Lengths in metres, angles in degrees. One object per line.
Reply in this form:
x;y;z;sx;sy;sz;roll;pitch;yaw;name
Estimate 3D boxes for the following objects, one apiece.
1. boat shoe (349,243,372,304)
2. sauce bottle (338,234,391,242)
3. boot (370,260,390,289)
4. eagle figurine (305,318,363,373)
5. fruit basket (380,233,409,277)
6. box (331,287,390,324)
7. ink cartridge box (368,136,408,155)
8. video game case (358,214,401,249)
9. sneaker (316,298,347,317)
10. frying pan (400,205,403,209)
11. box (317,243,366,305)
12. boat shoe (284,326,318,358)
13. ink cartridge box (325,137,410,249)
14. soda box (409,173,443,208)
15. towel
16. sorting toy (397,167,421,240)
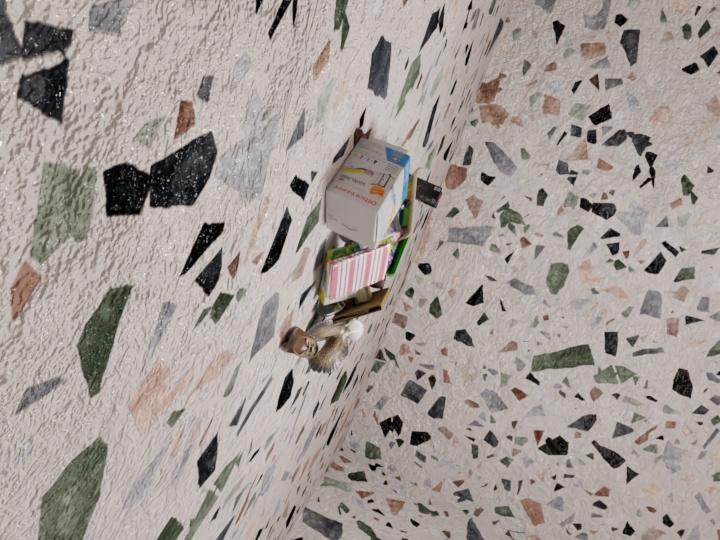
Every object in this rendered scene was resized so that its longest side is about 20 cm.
0.000;0.000;1.745;0.074;0.064;0.207;126;-40;-75;boat shoe
0.023;-0.112;1.625;0.196;0.064;0.066;-3;121;-46;sauce bottle
0.010;0.023;1.835;0.070;0.143;0.205;-44;156;-63;boot
-0.092;0.211;1.788;0.152;0.151;0.200;-48;-178;23;eagle figurine
0.085;-0.086;2.038;0.216;0.151;0.222;-160;-90;-84;fruit basket
0.007;0.106;1.755;0.200;0.159;0.022;-50;121;-74;box
0.072;-0.283;1.575;0.200;0.114;0.069;57;55;-77;ink cartridge box
0.040;-0.155;1.591;0.198;0.018;0.147;-26;101;-51;video game case
-0.076;0.095;1.753;0.200;0.074;0.085;-42;168;-50;sneaker
0.085;-0.187;1.919;0.113;0.031;0.193;23;101;-38;frying pan
-0.052;0.002;1.603;0.114;0.049;0.203;-14;141;-27;box
-0.156;0.206;1.585;0.078;0.070;0.200;-65;170;-3;boat shoe
0.019;-0.191;1.414;0.203;0.144;0.146;-59;164;-31;ink cartridge box
0.173;-0.275;1.877;0.065;0.196;0.071;-65;169;4;soda box
-0.008;-0.002;1.571;0.195;0.030;0.149;-21;144;-24;towel
0.139;-0.196;1.705;0.185;0.035;0.207;-172;-89;-87;sorting toy
